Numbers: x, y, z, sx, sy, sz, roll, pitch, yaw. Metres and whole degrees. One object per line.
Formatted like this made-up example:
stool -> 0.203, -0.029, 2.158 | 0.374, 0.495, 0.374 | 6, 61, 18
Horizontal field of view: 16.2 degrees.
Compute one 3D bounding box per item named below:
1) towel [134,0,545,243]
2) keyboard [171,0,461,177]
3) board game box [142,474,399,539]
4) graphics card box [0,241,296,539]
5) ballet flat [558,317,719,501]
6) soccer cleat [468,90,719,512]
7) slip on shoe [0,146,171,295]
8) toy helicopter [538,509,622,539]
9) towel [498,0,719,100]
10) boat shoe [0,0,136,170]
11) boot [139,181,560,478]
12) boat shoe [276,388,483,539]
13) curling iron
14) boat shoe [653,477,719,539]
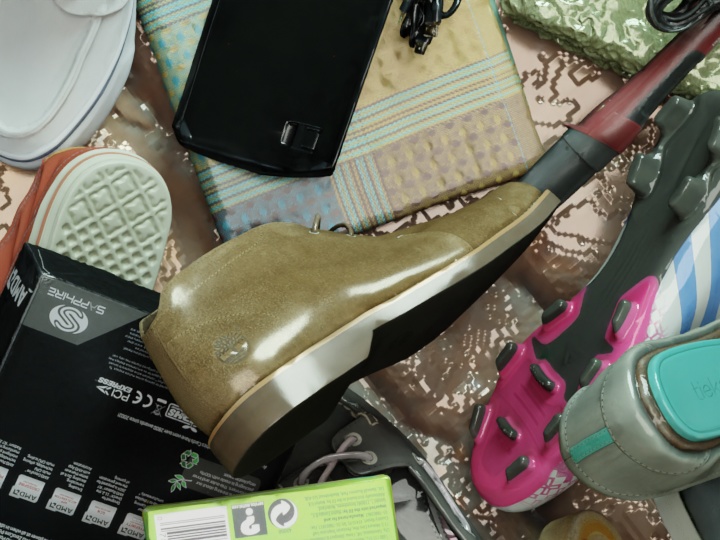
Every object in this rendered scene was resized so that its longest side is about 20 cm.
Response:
towel -> -0.019, -0.114, 1.064 | 0.147, 0.022, 0.200 | -19, 89, -4
keyboard -> 0.001, -0.130, 1.046 | 0.104, 0.040, 0.200 | 18, 87, 20
board game box -> -0.023, 0.183, 0.953 | 0.095, 0.030, 0.200 | -7, 81, -5
graphics card box -> -0.112, 0.103, 0.993 | 0.125, 0.051, 0.200 | 21, 101, -20
ballet flat -> 0.151, 0.048, 1.010 | 0.200, 0.064, 0.067 | -9, 68, -46
soccer cleat -> 0.125, 0.023, 1.041 | 0.086, 0.070, 0.200 | 28, 98, -33
slip on shoe -> -0.134, 0.041, 1.031 | 0.074, 0.061, 0.200 | 16, 99, -29
toy helicopter -> 0.126, 0.183, 1.007 | 0.079, 0.132, 0.200 | -20, 98, 35
towel -> 0.170, -0.133, 1.068 | 0.200, 0.036, 0.149 | 20, 86, -3
boat shoe -> -0.121, -0.138, 1.021 | 0.074, 0.065, 0.200 | 16, 97, 12
boot -> 0.000, 0.000, 0.973 | 0.075, 0.074, 0.200 | 47, 48, 14
boat shoe -> 0.018, 0.112, 1.028 | 0.067, 0.057, 0.200 | -39, 86, -13
curling iron -> 0.092, -0.062, 1.040 | 0.050, 0.026, 0.200 | 33, 108, -22
boat shoe -> 0.179, 0.145, 0.987 | 0.062, 0.200, 0.073 | -32, 134, 5
